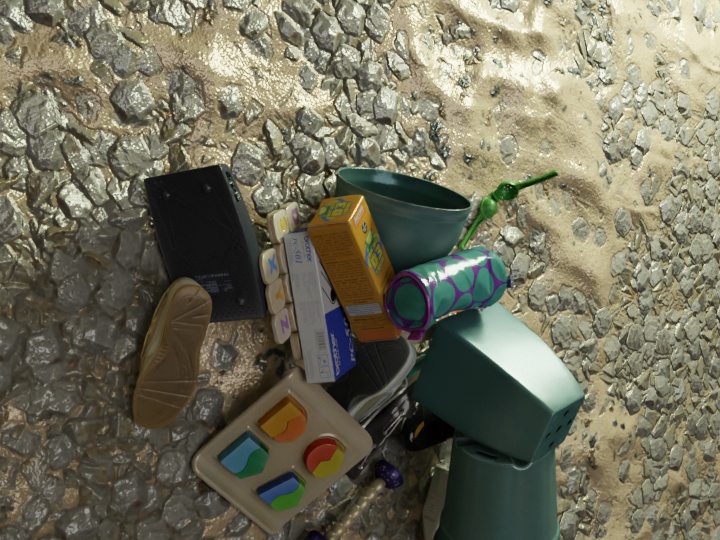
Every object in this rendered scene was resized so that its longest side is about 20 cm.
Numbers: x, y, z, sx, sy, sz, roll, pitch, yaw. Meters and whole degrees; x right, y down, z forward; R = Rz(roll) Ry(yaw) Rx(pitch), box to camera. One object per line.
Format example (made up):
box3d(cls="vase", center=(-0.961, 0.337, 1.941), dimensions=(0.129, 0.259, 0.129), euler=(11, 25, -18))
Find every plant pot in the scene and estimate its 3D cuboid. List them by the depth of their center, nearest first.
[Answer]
box3d(cls="plant pot", center=(0.205, 0.166, 1.300), dimensions=(0.141, 0.199, 0.142), euler=(-17, 134, -45))
box3d(cls="plant pot", center=(0.048, -0.056, 1.314), dimensions=(0.199, 0.200, 0.135), euler=(1, 111, -37))
box3d(cls="plant pot", center=(0.209, 0.330, 1.356), dimensions=(0.199, 0.200, 0.198), euler=(-16, 116, -35))

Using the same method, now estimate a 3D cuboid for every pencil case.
box3d(cls="pencil case", center=(0.121, 0.027, 1.248), dimensions=(0.199, 0.085, 0.093), euler=(-15, 98, -47))

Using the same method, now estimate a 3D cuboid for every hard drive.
box3d(cls="hard drive", center=(-0.191, -0.033, 1.163), dimensions=(0.042, 0.134, 0.202), euler=(-41, 120, -58))

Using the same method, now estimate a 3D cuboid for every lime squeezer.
box3d(cls="lime squeezer", center=(0.234, -0.108, 1.522), dimensions=(0.199, 0.071, 0.038), euler=(-38, 135, 3))

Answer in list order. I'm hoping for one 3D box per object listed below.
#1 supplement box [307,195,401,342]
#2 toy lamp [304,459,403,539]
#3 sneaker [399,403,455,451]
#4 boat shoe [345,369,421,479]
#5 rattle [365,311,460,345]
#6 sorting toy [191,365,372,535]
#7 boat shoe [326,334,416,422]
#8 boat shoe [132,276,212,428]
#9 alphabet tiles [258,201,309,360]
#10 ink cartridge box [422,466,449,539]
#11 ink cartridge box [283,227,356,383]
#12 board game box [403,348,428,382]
box3d(cls="supplement box", center=(0.000, 0.000, 1.224), dimensions=(0.201, 0.068, 0.067), euler=(64, 33, -32))
box3d(cls="toy lamp", center=(-0.019, 0.368, 1.359), dimensions=(0.200, 0.058, 0.059), euler=(-41, 115, -31))
box3d(cls="sneaker", center=(0.152, 0.223, 1.421), dimensions=(0.199, 0.090, 0.071), euler=(-23, 107, -34))
box3d(cls="boat shoe", center=(0.039, 0.228, 1.368), dimensions=(0.200, 0.067, 0.057), euler=(-41, 89, -12))
box3d(cls="rattle", center=(0.102, 0.113, 1.375), dimensions=(0.198, 0.130, 0.144), euler=(-12, 89, -20))
box3d(cls="sorting toy", center=(-0.102, 0.254, 1.258), dimensions=(0.200, 0.036, 0.185), euler=(-43, 118, 0))
box3d(cls="boat shoe", center=(0.015, 0.162, 1.307), dimensions=(0.064, 0.202, 0.075), euler=(6, 44, -44))
box3d(cls="boat shoe", center=(-0.241, 0.102, 1.164), dimensions=(0.073, 0.069, 0.202), euler=(17, 104, -26))
box3d(cls="alphabet tiles", center=(-0.087, 0.013, 1.240), dimensions=(0.196, 0.014, 0.202), euler=(-45, 126, -69))
box3d(cls="ink cartridge box", center=(0.163, 0.440, 1.509), dimensions=(0.160, 0.050, 0.202), euler=(24, 83, -36))
box3d(cls="ink cartridge box", center=(-0.053, 0.043, 1.238), dimensions=(0.094, 0.044, 0.202), euler=(-26, 109, -70))
box3d(cls="board game box", center=(0.140, 0.184, 1.484), dimensions=(0.199, 0.028, 0.137), euler=(-27, 108, -33))
